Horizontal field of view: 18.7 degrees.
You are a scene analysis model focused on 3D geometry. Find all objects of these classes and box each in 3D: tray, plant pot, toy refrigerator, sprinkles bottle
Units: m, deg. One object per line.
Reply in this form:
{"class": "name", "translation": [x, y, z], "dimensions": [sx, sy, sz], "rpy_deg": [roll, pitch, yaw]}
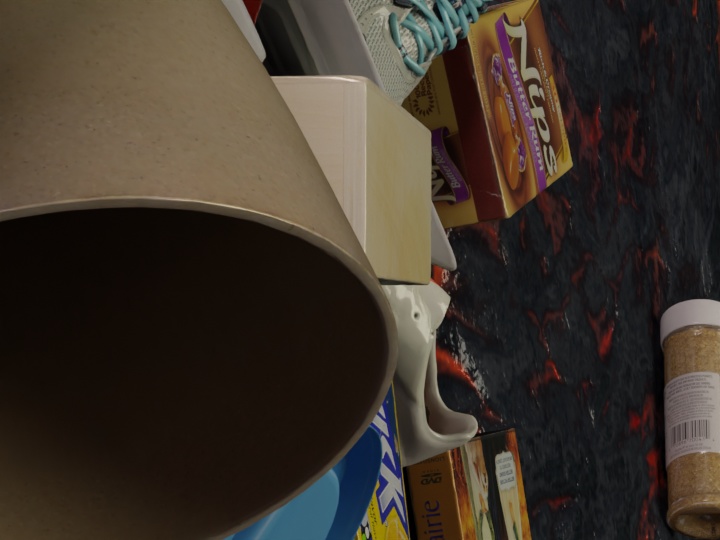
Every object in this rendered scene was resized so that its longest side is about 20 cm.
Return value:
{"class": "tray", "translation": [-0.019, -0.086, 1.030], "dimensions": [0.107, 0.022, 0.200], "rpy_deg": [35, -24, 48]}
{"class": "plant pot", "translation": [-0.104, -0.039, 0.616], "dimensions": [0.187, 0.187, 0.201], "rpy_deg": [53, 17, -55]}
{"class": "toy refrigerator", "translation": [-0.021, -0.024, 0.778], "dimensions": [0.200, 0.076, 0.070], "rpy_deg": [14, 77, -83]}
{"class": "sprinkles bottle", "translation": [0.288, 0.124, 1.839], "dimensions": [0.068, 0.068, 0.201], "rpy_deg": [57, 30, -50]}

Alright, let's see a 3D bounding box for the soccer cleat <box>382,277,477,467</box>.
{"class": "soccer cleat", "translation": [0.000, 0.000, 1.022], "dimensions": [0.069, 0.077, 0.201], "rpy_deg": [-62, 139, -61]}

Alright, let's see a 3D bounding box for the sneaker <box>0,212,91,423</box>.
{"class": "sneaker", "translation": [-0.113, -0.031, 0.735], "dimensions": [0.081, 0.075, 0.201], "rpy_deg": [45, 35, -37]}

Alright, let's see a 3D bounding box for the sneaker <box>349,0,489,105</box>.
{"class": "sneaker", "translation": [0.027, -0.148, 1.163], "dimensions": [0.200, 0.086, 0.078], "rpy_deg": [-76, 150, -51]}

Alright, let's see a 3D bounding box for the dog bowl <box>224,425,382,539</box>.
{"class": "dog bowl", "translation": [-0.053, 0.079, 0.782], "dimensions": [0.112, 0.049, 0.200], "rpy_deg": [-56, 157, -10]}

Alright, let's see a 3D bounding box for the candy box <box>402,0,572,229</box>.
{"class": "candy box", "translation": [0.076, -0.100, 1.337], "dimensions": [0.200, 0.056, 0.117], "rpy_deg": [-37, 116, -71]}

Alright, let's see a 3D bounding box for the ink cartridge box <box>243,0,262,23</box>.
{"class": "ink cartridge box", "translation": [-0.084, -0.184, 0.768], "dimensions": [0.160, 0.047, 0.200], "rpy_deg": [58, -21, 17]}

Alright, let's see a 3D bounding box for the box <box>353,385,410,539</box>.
{"class": "box", "translation": [-0.020, 0.097, 0.937], "dimensions": [0.070, 0.064, 0.201], "rpy_deg": [20, 63, -69]}

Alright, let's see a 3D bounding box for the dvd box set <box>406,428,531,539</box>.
{"class": "dvd box set", "translation": [0.072, 0.192, 1.217], "dimensions": [0.146, 0.029, 0.201], "rpy_deg": [4, 77, -71]}

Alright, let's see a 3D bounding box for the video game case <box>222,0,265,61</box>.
{"class": "video game case", "translation": [-0.106, -0.179, 0.734], "dimensions": [0.182, 0.024, 0.200], "rpy_deg": [52, -10, 53]}
